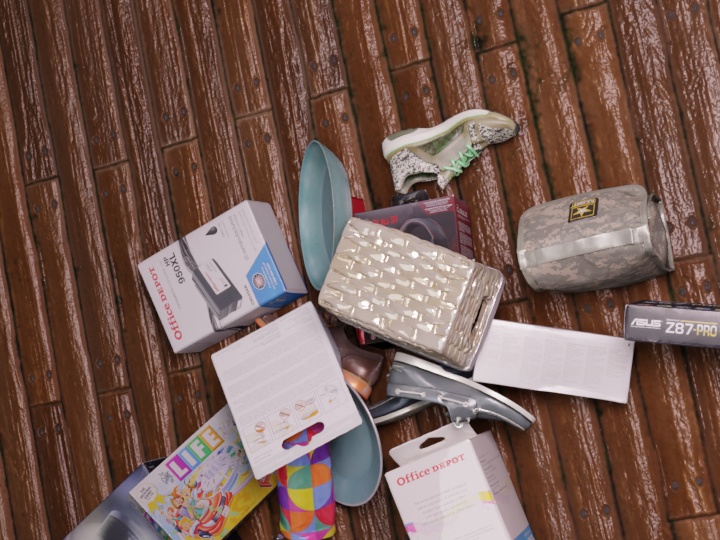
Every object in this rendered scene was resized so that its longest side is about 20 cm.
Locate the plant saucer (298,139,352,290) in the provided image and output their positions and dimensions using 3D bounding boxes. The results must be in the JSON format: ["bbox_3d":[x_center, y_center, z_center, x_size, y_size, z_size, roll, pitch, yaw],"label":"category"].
[{"bbox_3d":[-0.045,-0.075,1.660,0.035,0.200,0.203,-3,87,-16],"label":"plant saucer"}]

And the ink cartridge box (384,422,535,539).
[{"bbox_3d":[0.130,0.304,1.599,0.127,0.125,0.202,-24,81,17],"label":"ink cartridge box"}]

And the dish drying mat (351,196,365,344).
[{"bbox_3d":[0.000,0.000,1.679,0.018,0.077,0.203,-9,86,18],"label":"dish drying mat"}]

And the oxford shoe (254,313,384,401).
[{"bbox_3d":[-0.057,0.105,1.713,0.199,0.071,0.073,29,76,17],"label":"oxford shoe"}]

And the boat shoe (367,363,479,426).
[{"bbox_3d":[0.084,0.152,1.646,0.198,0.075,0.062,-27,82,16],"label":"boat shoe"}]

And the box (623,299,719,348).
[{"bbox_3d":[0.427,0.067,1.477,0.197,0.161,0.050,4,91,21],"label":"box"}]

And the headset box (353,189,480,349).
[{"bbox_3d":[0.075,-0.006,1.642,0.147,0.075,0.203,-9,78,21],"label":"headset box"}]

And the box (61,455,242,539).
[{"bbox_3d":[-0.294,0.408,1.755,0.198,0.123,0.201,-43,75,15],"label":"box"}]

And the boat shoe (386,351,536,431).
[{"bbox_3d":[0.125,0.169,1.569,0.198,0.073,0.062,23,82,12],"label":"boat shoe"}]

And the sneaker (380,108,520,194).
[{"bbox_3d":[0.123,-0.150,1.631,0.198,0.077,0.090,-15,66,27],"label":"sneaker"}]

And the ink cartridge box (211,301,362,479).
[{"bbox_3d":[-0.093,0.160,1.618,0.161,0.050,0.201,-28,59,4],"label":"ink cartridge box"}]

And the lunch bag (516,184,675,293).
[{"bbox_3d":[0.289,-0.036,1.509,0.162,0.200,0.119,-12,85,20],"label":"lunch bag"}]

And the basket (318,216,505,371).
[{"bbox_3d":[0.060,0.027,1.533,0.198,0.123,0.137,20,88,25],"label":"basket"}]

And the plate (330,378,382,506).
[{"bbox_3d":[-0.031,0.222,1.674,0.199,0.025,0.203,24,123,43],"label":"plate"}]

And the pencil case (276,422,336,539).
[{"bbox_3d":[-0.079,0.273,1.670,0.087,0.088,0.203,6,111,20],"label":"pencil case"}]

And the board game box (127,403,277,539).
[{"bbox_3d":[-0.204,0.294,1.697,0.134,0.034,0.200,43,59,9],"label":"board game box"}]

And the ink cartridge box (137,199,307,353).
[{"bbox_3d":[-0.198,0.011,1.747,0.199,0.084,0.146,-29,79,18],"label":"ink cartridge box"}]

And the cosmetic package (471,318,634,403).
[{"bbox_3d":[0.246,0.114,1.576,0.197,0.051,0.084,9,92,4],"label":"cosmetic package"}]
